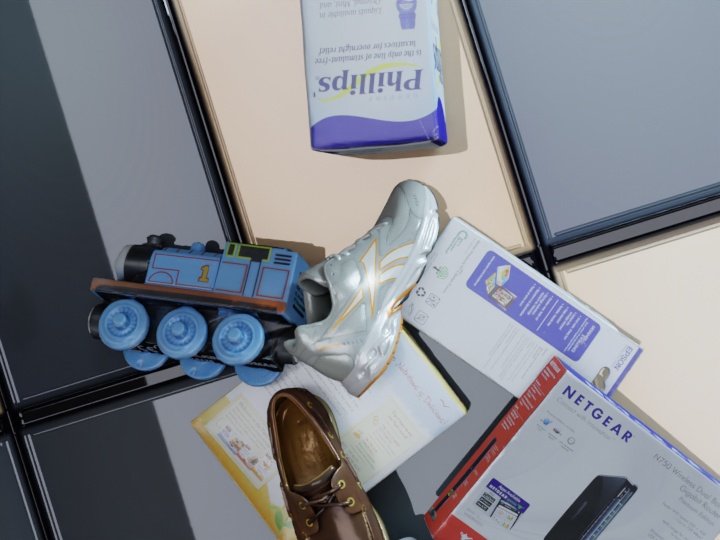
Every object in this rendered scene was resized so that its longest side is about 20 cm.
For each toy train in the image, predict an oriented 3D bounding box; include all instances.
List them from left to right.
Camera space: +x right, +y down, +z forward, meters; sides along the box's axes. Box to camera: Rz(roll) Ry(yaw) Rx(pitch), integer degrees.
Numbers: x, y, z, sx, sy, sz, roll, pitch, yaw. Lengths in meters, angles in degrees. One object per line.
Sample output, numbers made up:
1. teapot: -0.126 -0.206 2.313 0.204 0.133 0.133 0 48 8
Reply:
1. toy train: -0.135 0.031 1.562 0.200 0.087 0.114 7 71 18

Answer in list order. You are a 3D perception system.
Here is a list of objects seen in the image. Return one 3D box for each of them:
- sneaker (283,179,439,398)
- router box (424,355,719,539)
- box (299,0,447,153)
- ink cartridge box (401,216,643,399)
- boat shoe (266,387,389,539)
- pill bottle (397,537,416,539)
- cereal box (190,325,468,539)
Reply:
1. sneaker: 0.000 0.000 1.518 0.092 0.076 0.200 26 62 -12
2. router box: 0.185 0.201 1.528 0.200 0.049 0.180 36 97 -13
3. box: 0.012 -0.197 1.493 0.105 0.184 0.200 -4 92 5
4. ink cartridge box: 0.134 0.049 1.561 0.200 0.039 0.100 36 96 6
5. boat shoe: -0.032 0.188 1.504 0.072 0.068 0.200 -25 70 5
6. pill bottle: -0.030 0.309 1.555 0.200 0.111 0.111 -19 90 7
7. cereal box: -0.026 0.127 1.582 0.200 0.040 0.144 -37 85 6
